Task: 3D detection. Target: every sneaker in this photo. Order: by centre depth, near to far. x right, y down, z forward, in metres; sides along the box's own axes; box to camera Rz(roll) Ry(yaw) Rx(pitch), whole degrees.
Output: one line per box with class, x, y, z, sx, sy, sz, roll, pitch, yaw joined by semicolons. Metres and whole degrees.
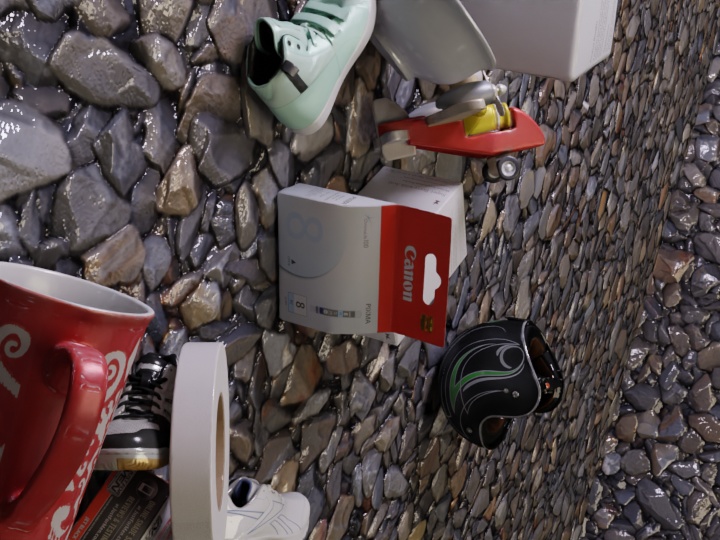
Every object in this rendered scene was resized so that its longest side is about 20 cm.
sneaker;-0.200;0.121;0.870;0.200;0.075;0.088;-129;-138;-84
sneaker;-0.051;-0.253;0.999;0.118;0.074;0.201;35;72;-59
sneaker;-0.119;0.287;1.150;0.200;0.074;0.087;2;97;-62

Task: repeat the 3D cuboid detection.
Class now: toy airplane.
toy airplane;0.110;-0.194;1.214;0.199;0.199;0.142;8;92;-54

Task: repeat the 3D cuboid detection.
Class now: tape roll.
tape roll;-0.144;0.166;0.888;0.203;0.037;0.204;180;-90;-86

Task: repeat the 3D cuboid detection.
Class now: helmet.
helmet;0.221;0.187;1.601;0.200;0.190;0.200;44;33;-38

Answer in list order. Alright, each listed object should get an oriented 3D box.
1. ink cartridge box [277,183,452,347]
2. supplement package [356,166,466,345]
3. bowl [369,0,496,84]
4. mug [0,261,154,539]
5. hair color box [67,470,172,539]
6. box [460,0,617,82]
ink cartridge box;0.000;0.000;1.082;0.047;0.199;0.161;-33;131;-52
supplement package;0.038;-0.023;1.226;0.200;0.121;0.120;-50;144;-40
bowl;0.058;-0.281;1.106;0.090;0.201;0.201;-41;151;6
mug;-0.254;0.109;0.731;0.178;0.133;0.201;-120;-132;-85
hair color box;-0.213;0.265;0.912;0.102;0.061;0.200;-57;166;-31
box;0.238;-0.386;1.333;0.171;0.199;0.200;-38;136;-52
